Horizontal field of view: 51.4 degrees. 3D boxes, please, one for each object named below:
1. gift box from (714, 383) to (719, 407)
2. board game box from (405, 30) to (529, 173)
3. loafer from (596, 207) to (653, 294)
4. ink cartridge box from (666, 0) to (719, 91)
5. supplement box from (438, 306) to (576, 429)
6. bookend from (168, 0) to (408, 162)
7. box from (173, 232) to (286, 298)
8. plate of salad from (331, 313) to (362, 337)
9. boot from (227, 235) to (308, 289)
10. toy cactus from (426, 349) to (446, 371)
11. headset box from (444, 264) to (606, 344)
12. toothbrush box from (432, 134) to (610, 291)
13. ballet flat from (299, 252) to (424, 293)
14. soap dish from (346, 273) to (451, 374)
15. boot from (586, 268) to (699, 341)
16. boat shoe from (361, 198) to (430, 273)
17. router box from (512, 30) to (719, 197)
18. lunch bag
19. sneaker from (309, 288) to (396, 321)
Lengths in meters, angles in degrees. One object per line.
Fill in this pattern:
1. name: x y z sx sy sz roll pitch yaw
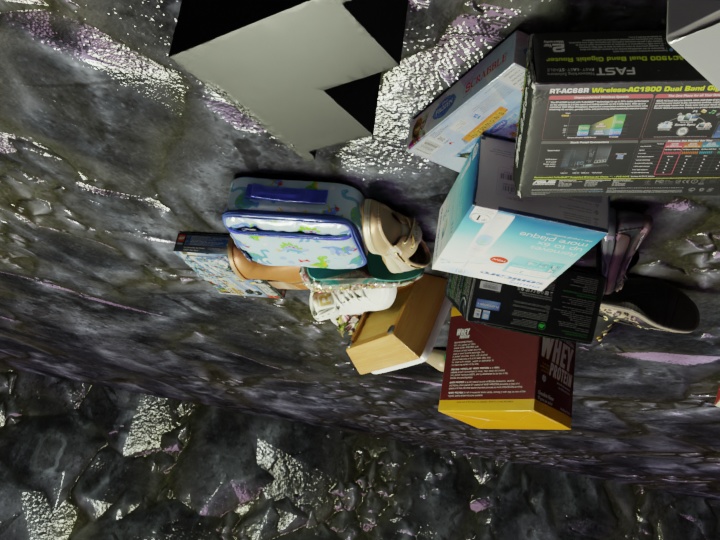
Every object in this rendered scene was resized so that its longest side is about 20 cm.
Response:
1. gift box: 0.656 0.127 1.099 0.185 0.201 0.185 19 167 19
2. board game box: 0.182 -0.147 0.790 0.198 0.041 0.200 19 158 -22
3. loafer: 0.353 -0.018 1.011 0.062 0.072 0.200 -1 154 14
4. ink cartridge box: 0.298 -0.180 0.510 0.199 0.148 0.083 25 156 -32
5. supplement box: 0.267 0.170 1.342 0.196 0.202 0.132 -10 152 42
6. bookend: -0.027 -0.201 0.676 0.199 0.093 0.198 -8 155 35
7. box: -0.226 -0.006 1.339 0.136 0.040 0.200 5 158 16
8. plate of salad: 0.033 0.120 1.536 0.198 0.048 0.200 8 160 3
9. boot: -0.108 -0.020 1.211 0.153 0.074 0.200 -6 165 26
10. toy cactus: 0.215 0.202 1.638 0.164 0.103 0.200 19 170 35
11. headset box: 0.220 0.023 1.050 0.173 0.094 0.200 11 -173 -4
12. toothbrush box: 0.174 -0.057 0.851 0.145 0.086 0.200 12 161 -4
13. ballet flat: 0.000 0.000 1.179 0.198 0.076 0.064 0 159 -12
14. soap dish: 0.064 0.094 1.320 0.081 0.158 0.200 35 151 -17
15. boot: 0.414 0.068 1.192 0.198 0.074 0.151 13 158 2
16. boat shoe: 0.055 -0.050 1.065 0.069 0.074 0.200 -3 163 18
17. router box: 0.241 -0.135 0.667 0.198 0.063 0.150 0 148 5
18. lunch bag: -0.089 -0.066 1.069 0.198 0.083 0.161 5 156 10
19. sneaker: -0.022 0.047 1.287 0.115 0.074 0.200 -12 169 -26
